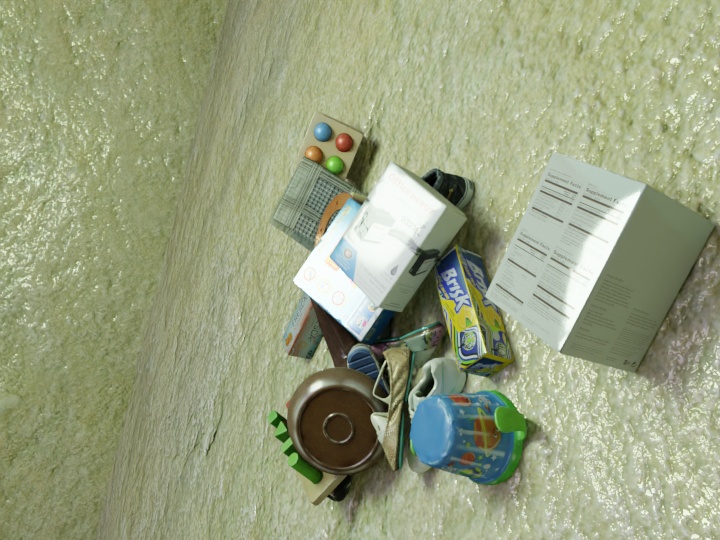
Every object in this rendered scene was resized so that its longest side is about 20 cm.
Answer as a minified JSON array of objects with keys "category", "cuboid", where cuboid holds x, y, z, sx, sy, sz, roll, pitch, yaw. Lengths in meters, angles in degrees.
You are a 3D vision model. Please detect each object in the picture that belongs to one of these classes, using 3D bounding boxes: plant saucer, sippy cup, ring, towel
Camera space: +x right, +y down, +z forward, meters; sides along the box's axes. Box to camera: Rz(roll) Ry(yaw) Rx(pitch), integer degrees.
[{"category":"plant saucer","cuboid":[-0.037,0.273,1.042,0.032,0.196,0.204,-59,-8,-79]},{"category":"sippy cup","cuboid":[0.148,0.241,0.871,0.181,0.128,0.140,-63,33,20]},{"category":"ring","cuboid":[-0.050,-0.065,1.267,0.199,0.019,0.206,-32,53,55]},{"category":"towel","cuboid":[-0.098,-0.136,1.378,0.202,0.190,0.035,-55,9,29]}]

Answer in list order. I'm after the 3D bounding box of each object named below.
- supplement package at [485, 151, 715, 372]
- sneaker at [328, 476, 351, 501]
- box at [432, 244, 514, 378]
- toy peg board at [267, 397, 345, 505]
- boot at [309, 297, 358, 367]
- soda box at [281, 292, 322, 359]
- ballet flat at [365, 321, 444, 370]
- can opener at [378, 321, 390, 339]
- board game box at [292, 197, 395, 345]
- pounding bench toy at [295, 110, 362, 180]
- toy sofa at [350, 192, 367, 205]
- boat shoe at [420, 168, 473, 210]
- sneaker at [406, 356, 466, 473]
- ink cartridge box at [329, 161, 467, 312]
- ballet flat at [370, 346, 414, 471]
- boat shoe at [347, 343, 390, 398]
[{"category":"supplement package","cuboid":[0.288,-0.010,0.731,0.151,0.149,0.204,43,113,56]},{"category":"sneaker","cuboid":[-0.081,0.418,1.235,0.199,0.079,0.089,38,131,55]},{"category":"box","cuboid":[0.178,0.063,0.953,0.064,0.069,0.204,-42,45,37]},{"category":"toy peg board","cuboid":[-0.080,0.304,1.164,0.199,0.098,0.200,-45,36,-1]},{"category":"boot","cuboid":[-0.061,0.118,1.222,0.071,0.168,0.201,-29,36,1]},{"category":"soda box","cuboid":[-0.115,0.108,1.402,0.203,0.067,0.064,-62,34,19]},{"category":"ballet flat","cuboid":[0.084,0.146,1.075,0.198,0.068,0.073,-22,79,45]},{"category":"can opener","cuboid":[0.020,0.153,1.170,0.053,0.066,0.205,-18,63,52]},{"category":"board game box","cuboid":[0.000,0.000,1.119,0.195,0.056,0.202,37,92,28]},{"category":"pounding bench toy","cuboid":[-0.088,-0.258,1.410,0.156,0.122,0.204,-96,29,-74]},{"category":"toy sofa","cuboid":[0.009,-0.065,1.265,0.097,0.081,0.205,-33,50,48]},{"category":"boat shoe","cuboid":[0.116,-0.107,1.104,0.201,0.089,0.072,-52,38,33]},{"category":"sneaker","cuboid":[0.107,0.237,0.983,0.070,0.079,0.205,22,98,50]},{"category":"ink cartridge box","cuboid":[0.061,-0.056,1.005,0.145,0.083,0.202,44,107,32]},{"category":"ballet flat","cuboid":[0.050,0.230,1.000,0.071,0.063,0.205,78,-161,-72]},{"category":"boat shoe","cuboid":[0.033,0.226,1.079,0.072,0.070,0.205,-62,-44,-78]}]
